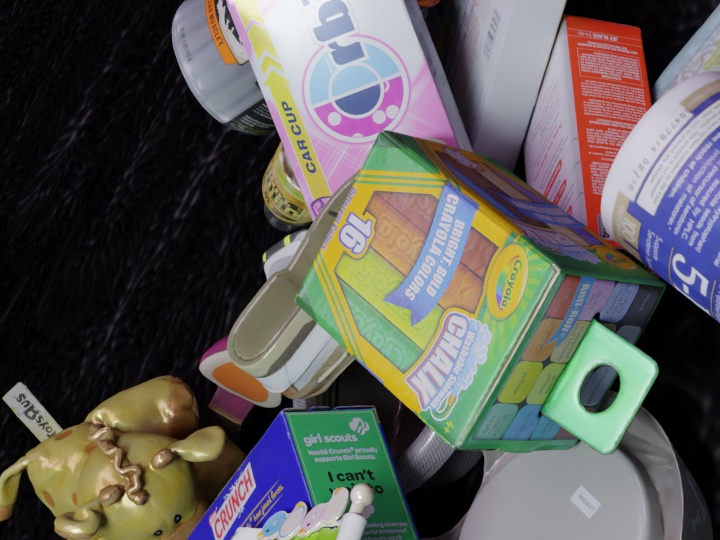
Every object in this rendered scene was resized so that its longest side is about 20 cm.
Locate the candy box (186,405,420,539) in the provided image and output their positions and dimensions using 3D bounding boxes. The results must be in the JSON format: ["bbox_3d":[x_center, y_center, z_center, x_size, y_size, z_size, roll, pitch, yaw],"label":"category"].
[{"bbox_3d":[-0.027,0.214,1.030,0.169,0.076,0.201,-54,46,42],"label":"candy box"}]

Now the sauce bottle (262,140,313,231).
[{"bbox_3d":[-0.043,-0.069,1.283,0.200,0.064,0.065,130,164,-74],"label":"sauce bottle"}]

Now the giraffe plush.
[{"bbox_3d":[-0.157,0.156,1.170,0.173,0.199,0.162,-60,23,-11],"label":"giraffe plush"}]

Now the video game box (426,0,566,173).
[{"bbox_3d":[0.084,-0.166,1.209,0.183,0.046,0.201,-110,27,-47],"label":"video game box"}]

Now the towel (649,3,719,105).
[{"bbox_3d":[0.291,-0.133,1.051,0.200,0.048,0.171,-51,40,6],"label":"towel"}]

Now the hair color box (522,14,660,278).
[{"bbox_3d":[0.154,-0.063,1.098,0.102,0.061,0.201,111,164,-52],"label":"hair color box"}]

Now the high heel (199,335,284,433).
[{"bbox_3d":[-0.070,0.057,1.218,0.096,0.067,0.200,-61,-5,-21],"label":"high heel"}]

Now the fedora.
[{"bbox_3d":[0.038,0.070,1.133,0.176,0.090,0.202,-24,55,37],"label":"fedora"}]

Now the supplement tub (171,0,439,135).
[{"bbox_3d":[-0.034,-0.196,1.212,0.199,0.122,0.123,-30,44,32],"label":"supplement tub"}]

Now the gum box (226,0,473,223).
[{"bbox_3d":[-0.007,-0.136,1.114,0.113,0.201,0.066,-19,14,12],"label":"gum box"}]

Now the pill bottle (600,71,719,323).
[{"bbox_3d":[0.244,-0.013,0.921,0.200,0.120,0.120,42,95,32],"label":"pill bottle"}]

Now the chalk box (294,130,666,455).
[{"bbox_3d":[0.082,0.026,0.957,0.200,0.123,0.125,40,110,36],"label":"chalk box"}]

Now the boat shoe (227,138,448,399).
[{"bbox_3d":[0.000,0.000,1.086,0.200,0.068,0.075,-46,39,6],"label":"boat shoe"}]

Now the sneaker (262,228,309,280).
[{"bbox_3d":[0.002,-0.011,1.247,0.200,0.075,0.077,-36,64,49],"label":"sneaker"}]

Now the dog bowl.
[{"bbox_3d":[0.124,0.173,0.990,0.199,0.059,0.201,-27,46,31],"label":"dog bowl"}]

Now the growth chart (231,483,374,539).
[{"bbox_3d":[-0.068,0.200,0.950,0.199,0.018,0.146,-29,34,45],"label":"growth chart"}]
